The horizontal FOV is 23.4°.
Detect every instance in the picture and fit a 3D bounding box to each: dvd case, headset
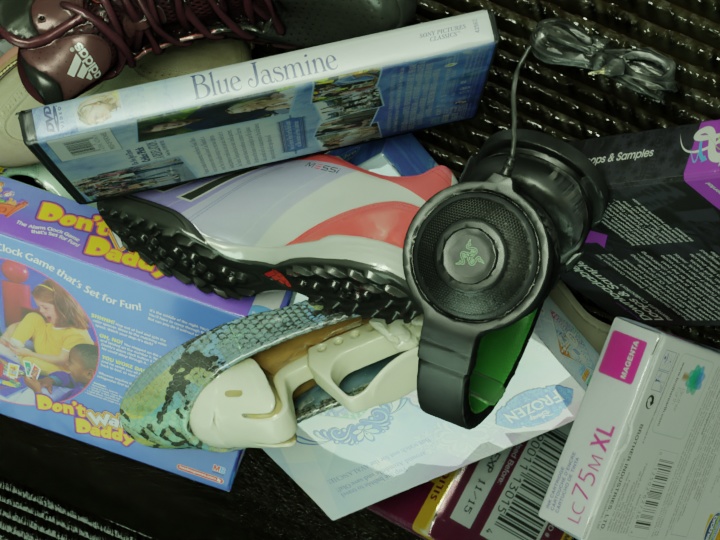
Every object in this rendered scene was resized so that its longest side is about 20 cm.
[{"bbox_3d":[-0.041,-0.069,0.776,0.200,0.018,0.143,-13,173,-2],"label":"dvd case"},{"bbox_3d":[0.079,-0.016,0.781,0.094,0.124,0.200,19,123,18],"label":"headset"}]

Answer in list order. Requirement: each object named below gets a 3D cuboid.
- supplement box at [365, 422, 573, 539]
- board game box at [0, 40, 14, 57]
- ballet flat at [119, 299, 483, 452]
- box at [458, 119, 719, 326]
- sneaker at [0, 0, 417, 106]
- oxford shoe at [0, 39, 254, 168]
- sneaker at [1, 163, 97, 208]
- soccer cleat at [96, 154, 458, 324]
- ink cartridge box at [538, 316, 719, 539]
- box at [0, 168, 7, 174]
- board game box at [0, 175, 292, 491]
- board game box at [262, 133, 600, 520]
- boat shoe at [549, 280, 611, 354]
[{"bbox_3d":[0.067,0.121,1.177,0.103,0.131,0.200,31,171,-23],"label":"supplement box"},{"bbox_3d":[-0.201,-0.145,0.921,0.126,0.035,0.200,18,162,10],"label":"board game box"},{"bbox_3d":[-0.027,0.052,0.882,0.200,0.074,0.074,-25,154,2],"label":"ballet flat"},{"bbox_3d":[0.160,-0.019,0.867,0.143,0.036,0.200,33,158,-31],"label":"box"},{"bbox_3d":[-0.082,-0.103,0.745,0.200,0.116,0.076,12,139,30],"label":"sneaker"},{"bbox_3d":[-0.135,-0.079,0.887,0.200,0.074,0.071,-19,153,40],"label":"oxford shoe"},{"bbox_3d":[-0.148,0.004,1.041,0.074,0.118,0.200,-24,109,27],"label":"sneaker"},{"bbox_3d":[-0.042,-0.027,0.867,0.200,0.073,0.068,10,153,33],"label":"soccer cleat"},{"bbox_3d":[0.190,0.103,0.996,0.200,0.119,0.042,18,-175,-45],"label":"ink cartridge box"},{"bbox_3d":[-0.198,-0.051,1.148,0.200,0.064,0.070,21,162,3],"label":"box"},{"bbox_3d":[-0.148,0.033,0.963,0.200,0.045,0.135,19,130,0],"label":"board game box"},{"bbox_3d":[0.001,0.035,0.982,0.200,0.043,0.199,-27,116,31],"label":"board game box"},{"bbox_3d":[0.113,0.048,1.060,0.200,0.073,0.063,25,160,-25],"label":"boat shoe"}]
